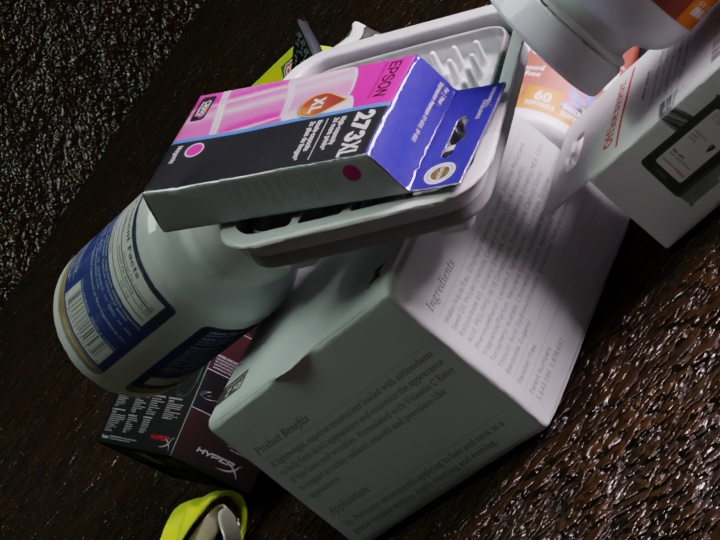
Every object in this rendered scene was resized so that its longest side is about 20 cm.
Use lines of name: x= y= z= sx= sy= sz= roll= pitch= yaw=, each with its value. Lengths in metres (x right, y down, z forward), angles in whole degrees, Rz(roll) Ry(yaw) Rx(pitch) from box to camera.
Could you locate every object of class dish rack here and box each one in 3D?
dish rack: x=0.018 y=-0.073 z=1.361 sx=0.170 sy=0.044 sz=0.201 roll=-14 pitch=35 yaw=24

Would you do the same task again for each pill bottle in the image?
pill bottle: x=-0.107 y=-0.003 z=1.476 sx=0.200 sy=0.111 sz=0.111 roll=-36 pitch=19 yaw=50
pill bottle: x=0.169 y=-0.199 z=1.305 sx=0.200 sy=0.112 sz=0.112 roll=-47 pitch=13 yaw=14
pill bottle: x=0.133 y=-0.117 z=1.540 sx=0.112 sy=0.112 sz=0.201 roll=-38 pitch=19 yaw=44

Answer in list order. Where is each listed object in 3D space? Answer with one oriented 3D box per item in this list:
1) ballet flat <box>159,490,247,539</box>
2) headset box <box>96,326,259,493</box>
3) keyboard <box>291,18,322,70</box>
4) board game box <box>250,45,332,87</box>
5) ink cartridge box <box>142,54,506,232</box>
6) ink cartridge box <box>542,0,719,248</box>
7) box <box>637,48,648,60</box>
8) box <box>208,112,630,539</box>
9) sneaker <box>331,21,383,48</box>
ballet flat: x=-0.119 y=0.218 z=1.618 sx=0.067 sy=0.067 sz=0.200 roll=-32 pitch=19 yaw=25
headset box: x=-0.104 y=0.056 z=1.743 sx=0.148 sy=0.075 sz=0.201 roll=-1 pitch=65 yaw=62
keyboard: x=-0.044 y=-0.082 z=1.707 sx=0.039 sy=0.104 sz=0.201 roll=-18 pitch=-35 yaw=-17
board game box: x=0.009 y=-0.124 z=1.831 sx=0.101 sy=0.199 sz=0.048 roll=-39 pitch=57 yaw=45
ink cartridge box: x=-0.022 y=-0.074 z=1.321 sx=0.198 sy=0.037 sz=0.095 roll=-6 pitch=37 yaw=29
ink cartridge box: x=0.201 y=-0.096 z=1.347 sx=0.200 sy=0.068 sz=0.116 roll=-42 pitch=15 yaw=33
box: x=0.246 y=-0.183 z=1.478 sx=0.159 sy=0.046 sz=0.201 roll=-44 pitch=15 yaw=32
box: x=0.037 y=0.030 z=1.433 sx=0.199 sy=0.130 sz=0.201 roll=-38 pitch=19 yaw=45
sneaker: x=0.010 y=-0.117 z=1.710 sx=0.074 sy=0.080 sz=0.200 roll=-52 pitch=-10 yaw=-25
